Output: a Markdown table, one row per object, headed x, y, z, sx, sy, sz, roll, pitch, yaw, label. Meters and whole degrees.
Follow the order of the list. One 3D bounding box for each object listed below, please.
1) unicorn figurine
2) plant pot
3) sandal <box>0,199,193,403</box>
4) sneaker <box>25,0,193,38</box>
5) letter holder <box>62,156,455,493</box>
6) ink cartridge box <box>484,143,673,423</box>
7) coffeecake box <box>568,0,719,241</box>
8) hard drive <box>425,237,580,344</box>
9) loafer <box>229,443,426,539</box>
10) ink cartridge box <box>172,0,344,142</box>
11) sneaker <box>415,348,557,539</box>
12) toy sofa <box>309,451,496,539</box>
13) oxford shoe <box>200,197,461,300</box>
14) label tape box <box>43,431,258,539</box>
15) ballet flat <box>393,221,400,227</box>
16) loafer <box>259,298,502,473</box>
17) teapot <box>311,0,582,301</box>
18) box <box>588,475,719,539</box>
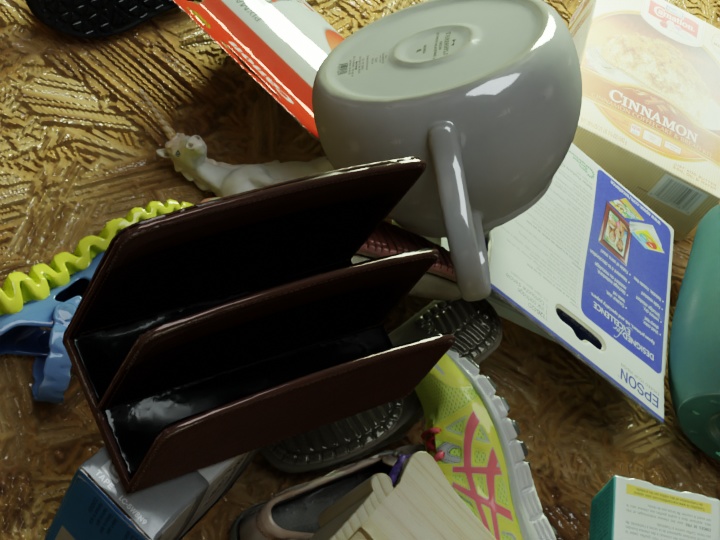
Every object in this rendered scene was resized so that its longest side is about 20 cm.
| x | y | z | sx | sy | sz | roll | pitch | yaw | label |
| --- | --- | --- | --- | --- | --- | --- | --- | --- | --- |
| -0.060 | -0.065 | 1.039 | 0.198 | 0.075 | 0.137 | 10 | 12 | -33 | unicorn figurine |
| 0.329 | 0.065 | 1.082 | 0.199 | 0.201 | 0.162 | 31 | 64 | -3 | plant pot |
| -0.177 | 0.023 | 0.949 | 0.199 | 0.080 | 0.087 | -33 | 81 | -27 | sandal |
| -0.188 | -0.245 | 1.124 | 0.199 | 0.072 | 0.083 | -21 | 46 | -34 | sneaker |
| -0.044 | 0.025 | 0.779 | 0.198 | 0.142 | 0.101 | -16 | 69 | -33 | letter holder |
| 0.161 | -0.006 | 1.075 | 0.197 | 0.047 | 0.201 | 37 | 47 | -24 | ink cartridge box |
| 0.251 | -0.149 | 1.247 | 0.152 | 0.073 | 0.201 | 25 | 53 | -8 | coffeecake box |
| 0.128 | -0.017 | 1.100 | 0.199 | 0.026 | 0.133 | 24 | 51 | -32 | hard drive |
| 0.009 | 0.160 | 0.951 | 0.198 | 0.063 | 0.072 | -13 | 65 | -30 | loafer |
| -0.046 | -0.165 | 1.066 | 0.162 | 0.050 | 0.200 | 45 | 11 | 9 | ink cartridge box |
| 0.066 | 0.145 | 0.921 | 0.089 | 0.078 | 0.202 | -20 | 79 | -13 | sneaker |
| 0.054 | 0.217 | 0.863 | 0.200 | 0.083 | 0.098 | 47 | 53 | 0 | toy sofa |
| -0.019 | 0.002 | 0.960 | 0.198 | 0.075 | 0.071 | 11 | 15 | -9 | oxford shoe |
| -0.103 | 0.110 | 0.880 | 0.063 | 0.144 | 0.200 | 42 | 53 | 5 | label tape box |
| 0.000 | 0.000 | 1.040 | 0.199 | 0.070 | 0.070 | -19 | 69 | -38 | ballet flat |
| 0.015 | 0.089 | 0.999 | 0.199 | 0.068 | 0.076 | -28 | 69 | -18 | loafer |
| 0.067 | -0.088 | 0.951 | 0.199 | 0.147 | 0.196 | -35 | 34 | -29 | teapot |
| 0.194 | 0.245 | 0.933 | 0.081 | 0.049 | 0.202 | 14 | 57 | -6 | box |
